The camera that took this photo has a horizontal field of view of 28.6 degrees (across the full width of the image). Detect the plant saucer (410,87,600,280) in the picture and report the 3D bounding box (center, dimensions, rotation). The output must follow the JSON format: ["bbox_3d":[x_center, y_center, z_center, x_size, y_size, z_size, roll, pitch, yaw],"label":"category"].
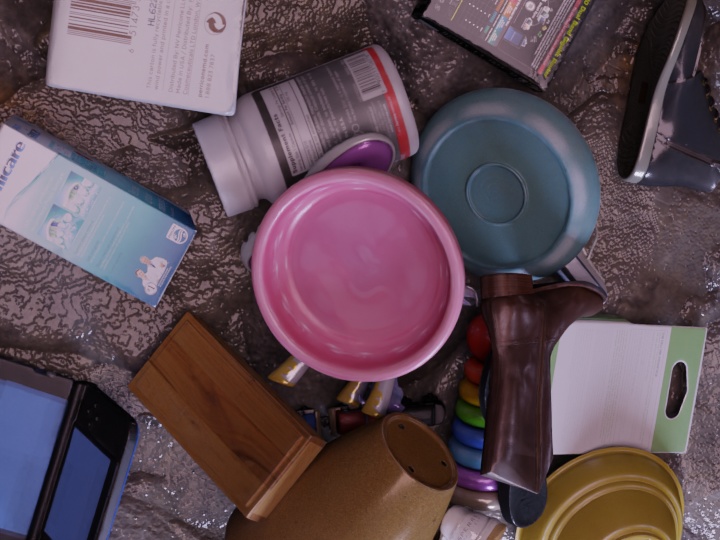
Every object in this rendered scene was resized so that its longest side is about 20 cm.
[{"bbox_3d":[0.138,-0.079,1.395,0.198,0.027,0.202,9,114,21],"label":"plant saucer"}]

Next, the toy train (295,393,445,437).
[{"bbox_3d":[-0.008,0.155,1.456,0.197,0.046,0.035,-5,101,-9],"label":"toy train"}]

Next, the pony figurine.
[{"bbox_3d":[0.021,0.038,1.392,0.191,0.167,0.202,18,88,10],"label":"pony figurine"}]

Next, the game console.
[{"bbox_3d":[-0.324,0.206,1.380,0.117,0.170,0.202,12,99,-38],"label":"game console"}]

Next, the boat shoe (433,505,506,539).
[{"bbox_3d":[0.099,0.272,1.437,0.069,0.200,0.071,35,69,9],"label":"boat shoe"}]

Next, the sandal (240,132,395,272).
[{"bbox_3d":[-0.033,-0.052,1.340,0.082,0.050,0.203,9,137,-46],"label":"sandal"}]

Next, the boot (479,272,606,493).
[{"bbox_3d":[0.176,0.110,1.348,0.185,0.064,0.203,6,78,-43],"label":"boot"}]

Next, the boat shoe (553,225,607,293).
[{"bbox_3d":[0.207,-0.060,1.448,0.086,0.075,0.203,-39,94,-5],"label":"boat shoe"}]

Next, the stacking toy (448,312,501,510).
[{"bbox_3d":[0.130,0.139,1.444,0.084,0.085,0.202,0,108,-10],"label":"stacking toy"}]

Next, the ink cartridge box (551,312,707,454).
[{"bbox_3d":[0.266,0.120,1.499,0.198,0.048,0.147,3,100,-28],"label":"ink cartridge box"}]

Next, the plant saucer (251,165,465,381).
[{"bbox_3d":[0.000,0.000,1.290,0.198,0.051,0.203,4,109,13],"label":"plant saucer"}]

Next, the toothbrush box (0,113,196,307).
[{"bbox_3d":[-0.261,-0.059,1.325,0.199,0.146,0.086,28,94,-12],"label":"toothbrush box"}]

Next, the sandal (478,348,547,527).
[{"bbox_3d":[0.166,0.164,1.405,0.075,0.048,0.203,-28,117,-35],"label":"sandal"}]

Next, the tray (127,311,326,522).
[{"bbox_3d":[-0.133,0.139,1.371,0.200,0.037,0.099,41,93,30],"label":"tray"}]

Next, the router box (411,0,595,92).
[{"bbox_3d":[0.163,-0.301,1.397,0.149,0.062,0.201,29,94,-12],"label":"router box"}]

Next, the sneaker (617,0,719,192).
[{"bbox_3d":[0.338,-0.182,1.449,0.105,0.075,0.202,8,107,-16],"label":"sneaker"}]

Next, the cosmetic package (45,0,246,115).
[{"bbox_3d":[-0.189,-0.239,1.277,0.164,0.200,0.169,7,99,-10],"label":"cosmetic package"}]

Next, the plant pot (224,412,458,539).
[{"bbox_3d":[-0.001,0.235,1.367,0.186,0.187,0.200,34,117,-13],"label":"plant pot"}]

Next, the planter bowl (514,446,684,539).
[{"bbox_3d":[0.269,0.294,1.485,0.198,0.084,0.203,-7,115,-15],"label":"planter bowl"}]

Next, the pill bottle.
[{"bbox_3d":[-0.053,-0.131,1.364,0.198,0.114,0.115,-22,103,-5],"label":"pill bottle"}]
